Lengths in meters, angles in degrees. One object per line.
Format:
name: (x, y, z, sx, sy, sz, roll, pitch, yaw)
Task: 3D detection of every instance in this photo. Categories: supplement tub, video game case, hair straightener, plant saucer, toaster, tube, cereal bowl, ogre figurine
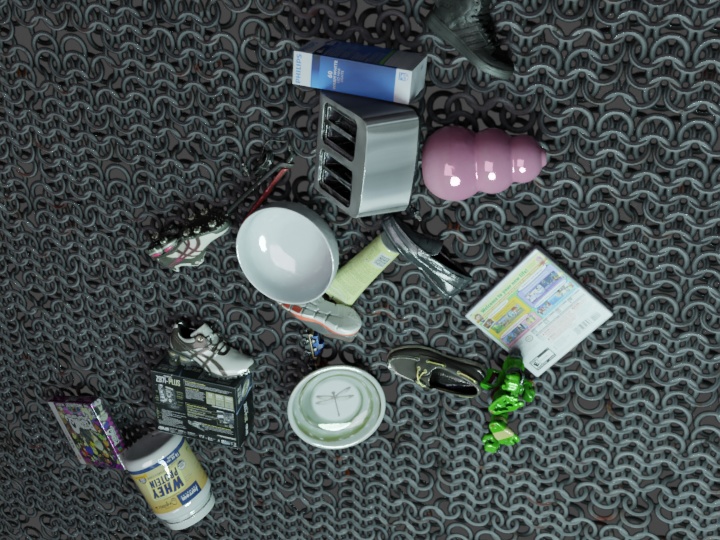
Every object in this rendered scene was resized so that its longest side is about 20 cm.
supplement tub: (-0.430, 0.472, 1.988, 0.144, 0.144, 0.200, -17, 110, 27)
video game case: (-0.629, 0.375, 2.037, 0.200, 0.036, 0.182, -5, 114, 42)
hair straightener: (-0.191, -0.173, 1.621, 0.077, 0.041, 0.200, 41, 123, -4)
plant saucer: (-0.050, 0.268, 1.775, 0.200, 0.050, 0.201, -3, 115, -6)
toaster: (0.011, -0.195, 1.443, 0.200, 0.118, 0.181, 41, 135, 44)
tube: (0.000, 0.000, 1.643, 0.200, 0.052, 0.058, -45, 53, 38)
video game case: (0.319, 0.076, 1.578, 0.182, 0.022, 0.200, 40, 123, -4)
cereal bowl: (-0.129, -0.042, 1.643, 0.200, 0.083, 0.201, 8, 118, 16)
ogre figurine: (0.267, 0.232, 1.606, 0.098, 0.120, 0.200, -2, 128, 20)

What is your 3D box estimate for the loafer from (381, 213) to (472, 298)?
loafer: (0.118, -0.037, 1.568, 0.070, 0.068, 0.201, -39, 104, 24)

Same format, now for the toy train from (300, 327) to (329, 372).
toy train: (-0.084, 0.203, 1.784, 0.046, 0.034, 0.200, -8, 115, 9)

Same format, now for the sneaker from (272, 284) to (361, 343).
sneaker: (-0.094, 0.089, 1.707, 0.200, 0.077, 0.082, 29, 145, 16)

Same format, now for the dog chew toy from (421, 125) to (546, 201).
dog chew toy: (0.203, -0.179, 1.432, 0.199, 0.125, 0.125, -3, 116, 13)

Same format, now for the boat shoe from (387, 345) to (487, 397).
boat shoe: (0.142, 0.195, 1.682, 0.201, 0.061, 0.072, 10, 120, 15)

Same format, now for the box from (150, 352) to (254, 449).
box: (-0.338, 0.278, 1.886, 0.199, 0.086, 0.164, 9, 119, 15)

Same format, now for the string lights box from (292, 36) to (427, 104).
string lights box: (0.000, -0.330, 1.432, 0.199, 0.103, 0.059, 13, 121, 14)

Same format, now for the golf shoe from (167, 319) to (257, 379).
golf shoe: (-0.311, 0.162, 1.822, 0.199, 0.078, 0.095, 13, 120, 12)

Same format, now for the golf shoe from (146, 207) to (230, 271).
golf shoe: (-0.324, -0.060, 1.723, 0.200, 0.077, 0.088, -18, 129, 30)

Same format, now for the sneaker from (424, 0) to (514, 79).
sneaker: (0.177, -0.394, 1.359, 0.200, 0.060, 0.104, 37, 127, 2)
